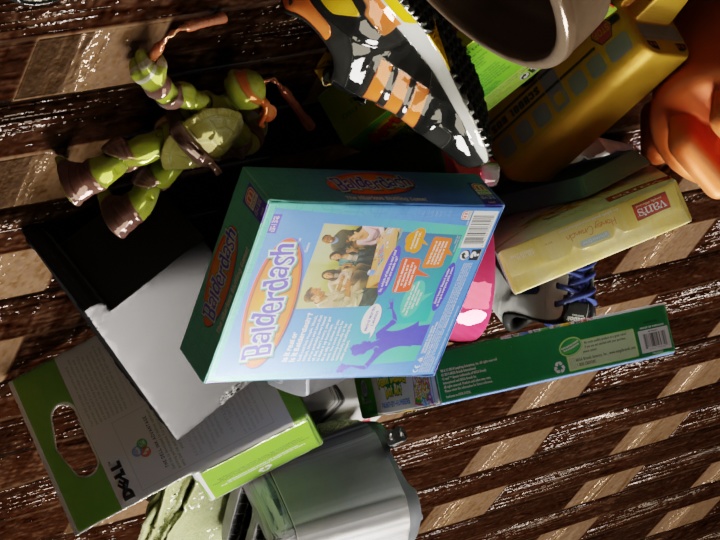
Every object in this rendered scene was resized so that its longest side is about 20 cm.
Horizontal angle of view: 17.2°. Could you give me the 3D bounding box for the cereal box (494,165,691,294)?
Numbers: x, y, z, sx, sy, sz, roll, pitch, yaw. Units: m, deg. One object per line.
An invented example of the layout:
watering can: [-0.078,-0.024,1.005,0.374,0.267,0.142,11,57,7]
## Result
cereal box: [0.168,-0.036,1.823,0.143,0.040,0.200,-23,-174,1]

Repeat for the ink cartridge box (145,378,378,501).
ink cartridge box: [-0.088,0.119,2.025,0.199,0.084,0.145,0,144,-48]

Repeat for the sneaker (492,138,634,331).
sneaker: [0.177,-0.014,2.018,0.080,0.116,0.199,2,141,-51]

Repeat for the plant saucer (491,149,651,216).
plant saucer: [0.147,-0.066,1.884,0.070,0.019,0.200,-28,-172,-27]

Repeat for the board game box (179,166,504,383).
board game box: [-0.013,0.004,1.660,0.199,0.045,0.153,0,124,-35]

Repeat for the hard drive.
hard drive: [0.000,0.000,1.745,0.134,0.042,0.201,-19,137,-32]

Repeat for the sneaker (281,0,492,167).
sneaker: [0.019,-0.139,1.614,0.090,0.070,0.200,-21,132,17]

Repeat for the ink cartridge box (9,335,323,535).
ink cartridge box: [-0.152,0.109,1.858,0.199,0.148,0.076,-27,157,-2]

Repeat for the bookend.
bookend: [-0.113,-0.008,1.741,0.198,0.092,0.200,-38,146,-6]

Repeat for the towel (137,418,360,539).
towel: [-0.093,0.185,1.999,0.199,0.037,0.149,-12,149,-32]

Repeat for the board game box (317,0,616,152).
board game box: [0.077,-0.156,1.711,0.200,0.048,0.101,-38,154,19]

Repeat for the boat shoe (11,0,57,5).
boat shoe: [-0.118,-0.197,1.393,0.199,0.066,0.075,-26,156,-8]

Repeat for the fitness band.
fitness band: [0.066,-0.025,1.807,0.037,0.200,0.145,3,104,-14]

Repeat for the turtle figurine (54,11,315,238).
turtle figurine: [-0.116,-0.087,1.614,0.161,0.065,0.200,-35,155,14]

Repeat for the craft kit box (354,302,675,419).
craft kit box: [0.117,0.073,1.873,0.199,0.049,0.197,-11,174,-19]

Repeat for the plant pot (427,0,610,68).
plant pot: [0.110,-0.250,1.430,0.175,0.200,0.200,-43,159,-15]

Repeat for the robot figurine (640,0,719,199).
robot figurine: [0.282,-0.142,1.817,0.116,0.200,0.144,13,129,1]

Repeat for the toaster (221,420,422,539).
toaster: [-0.033,0.206,1.931,0.129,0.114,0.200,-15,151,-22]

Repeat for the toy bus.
toy bus: [0.174,-0.155,1.777,0.065,0.079,0.200,1,145,-48]
